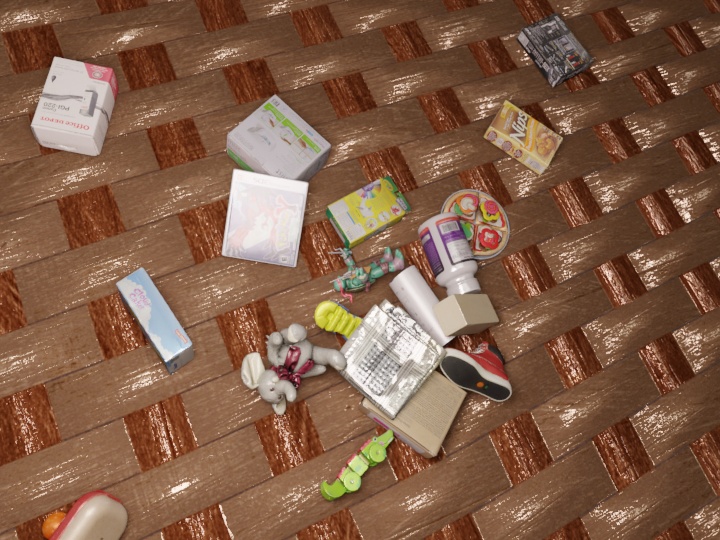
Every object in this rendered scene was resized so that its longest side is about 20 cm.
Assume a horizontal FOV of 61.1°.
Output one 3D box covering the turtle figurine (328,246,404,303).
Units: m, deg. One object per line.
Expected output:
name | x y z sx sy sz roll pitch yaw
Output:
turtle figurine | 0.000 0.000 1.458 0.196 0.103 0.150 -18 33 -20

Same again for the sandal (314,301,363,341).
sandal | -0.024 0.129 1.409 0.199 0.087 0.080 39 88 -17

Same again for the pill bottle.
pill bottle | 0.224 -0.030 1.509 0.109 0.112 0.204 -14 73 -17

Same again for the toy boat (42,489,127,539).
toy boat | -0.544 0.499 1.136 0.128 0.132 0.202 18 61 28

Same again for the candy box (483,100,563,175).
candy box | 0.462 -0.378 1.731 0.198 0.055 0.116 34 66 2

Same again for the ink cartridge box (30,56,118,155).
ink cartridge box | -0.679 -0.392 1.459 0.142 0.085 0.205 9 69 -9

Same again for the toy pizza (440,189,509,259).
toy pizza | 0.306 -0.127 1.610 0.195 0.032 0.205 5 68 -11

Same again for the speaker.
speaker | 0.154 0.092 1.462 0.080 0.081 0.202 -30 77 -22

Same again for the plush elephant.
plush elephant | -0.160 0.215 1.292 0.164 0.197 0.158 41 59 -38

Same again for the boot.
boot | 0.259 0.204 1.421 0.197 0.073 0.146 29 33 -18

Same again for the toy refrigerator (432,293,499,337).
toy refrigerator | 0.247 0.105 1.428 0.198 0.069 0.077 2 59 -56

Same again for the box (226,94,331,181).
box | -0.205 -0.303 1.526 0.199 0.097 0.177 41 66 5

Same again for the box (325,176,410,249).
box | 0.022 -0.151 1.547 0.197 0.049 0.119 -29 77 -19

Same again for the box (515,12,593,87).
box | 0.601 -0.685 1.887 0.156 0.050 0.202 -29 78 -22

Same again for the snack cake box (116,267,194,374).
snack cake box | -0.435 0.110 1.301 0.067 0.115 0.202 -32 78 -22

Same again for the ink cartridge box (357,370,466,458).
ink cartridge box | 0.116 0.294 1.377 0.198 0.075 0.166 35 67 2

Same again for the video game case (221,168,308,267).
video game case | -0.225 -0.122 1.438 0.177 0.023 0.206 9 98 -9

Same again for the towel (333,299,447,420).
towel | 0.062 0.187 1.333 0.191 0.035 0.201 39 78 15

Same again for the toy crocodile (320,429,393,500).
toy crocodile | -0.003 0.414 1.307 0.062 0.068 0.199 44 66 8
